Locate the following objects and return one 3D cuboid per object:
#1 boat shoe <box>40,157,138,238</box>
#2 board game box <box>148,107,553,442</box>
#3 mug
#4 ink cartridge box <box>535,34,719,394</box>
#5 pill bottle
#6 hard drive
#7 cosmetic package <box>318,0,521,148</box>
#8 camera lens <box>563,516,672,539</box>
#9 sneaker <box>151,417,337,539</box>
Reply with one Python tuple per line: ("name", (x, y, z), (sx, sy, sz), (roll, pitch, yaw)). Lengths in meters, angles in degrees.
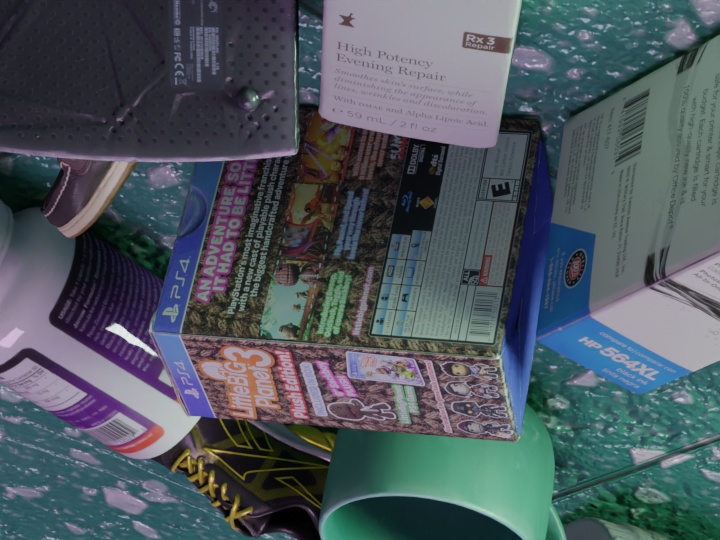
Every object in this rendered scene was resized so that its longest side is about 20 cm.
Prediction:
("boat shoe", (-0.144, -0.095, 1.320), (0.066, 0.072, 0.201), (29, 138, -11))
("board game box", (0.000, 0.000, 1.330), (0.199, 0.160, 0.097), (4, 148, 14))
("mug", (0.058, 0.145, 1.582), (0.151, 0.115, 0.185), (1, 147, 16))
("ink cartridge box", (0.192, -0.040, 1.214), (0.084, 0.147, 0.200), (29, 145, -27))
("pill bottle", (-0.191, 0.029, 1.487), (0.200, 0.112, 0.111), (35, 142, -32))
("hard drive", (-0.126, -0.127, 1.220), (0.199, 0.042, 0.136), (3, 104, 12))
("cosmetic package", (0.034, -0.152, 1.163), (0.101, 0.074, 0.200), (9, 149, 4))
("camera lens", (0.224, 0.283, 1.698), (0.199, 0.161, 0.160), (25, 146, -20))
("sneaker", (-0.086, 0.140, 1.651), (0.199, 0.085, 0.075), (17, 147, -8))
